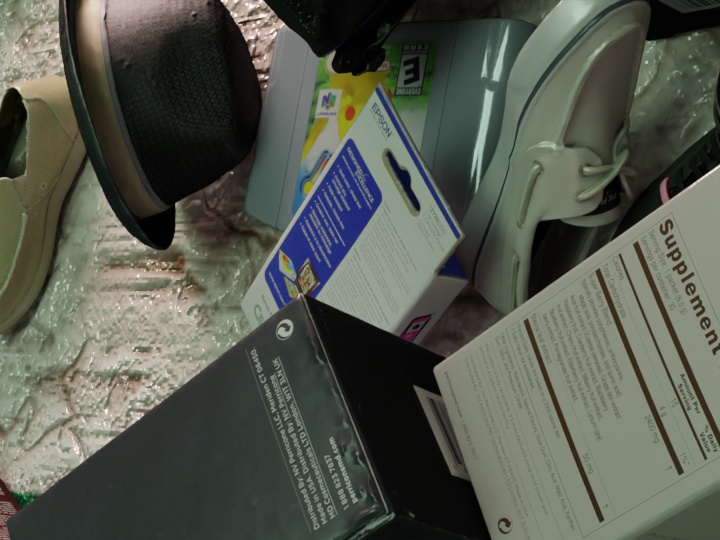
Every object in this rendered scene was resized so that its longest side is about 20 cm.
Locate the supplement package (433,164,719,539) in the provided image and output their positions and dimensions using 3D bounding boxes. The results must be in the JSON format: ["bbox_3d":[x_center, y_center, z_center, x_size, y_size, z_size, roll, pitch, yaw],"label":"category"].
[{"bbox_3d":[0.154,0.051,0.685,0.200,0.121,0.120,-37,56,30],"label":"supplement package"}]

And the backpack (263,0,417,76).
[{"bbox_3d":[0.021,-0.230,0.850,0.200,0.134,0.183,-41,18,19],"label":"backpack"}]

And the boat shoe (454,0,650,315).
[{"bbox_3d":[0.100,-0.049,0.763,0.066,0.072,0.201,50,138,28],"label":"boat shoe"}]

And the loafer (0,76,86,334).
[{"bbox_3d":[-0.255,-0.050,1.138,0.075,0.068,0.201,25,97,44],"label":"loafer"}]

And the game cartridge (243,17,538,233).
[{"bbox_3d":[0.012,-0.075,0.915,0.199,0.040,0.135,5,86,44],"label":"game cartridge"}]

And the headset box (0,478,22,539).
[{"bbox_3d":[-0.288,0.226,1.092,0.200,0.077,0.150,40,107,41],"label":"headset box"}]

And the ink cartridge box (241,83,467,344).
[{"bbox_3d":[0.000,0.000,0.842,0.095,0.037,0.200,62,144,23],"label":"ink cartridge box"}]

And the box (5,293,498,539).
[{"bbox_3d":[-0.025,0.133,0.761,0.198,0.200,0.124,-38,55,19],"label":"box"}]

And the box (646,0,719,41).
[{"bbox_3d":[0.175,-0.227,0.747,0.148,0.107,0.202,-3,78,43],"label":"box"}]

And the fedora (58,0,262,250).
[{"bbox_3d":[-0.116,-0.117,0.985,0.091,0.201,0.202,-15,66,8],"label":"fedora"}]

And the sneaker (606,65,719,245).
[{"bbox_3d":[0.168,-0.054,0.715,0.200,0.099,0.071,-36,58,33],"label":"sneaker"}]
